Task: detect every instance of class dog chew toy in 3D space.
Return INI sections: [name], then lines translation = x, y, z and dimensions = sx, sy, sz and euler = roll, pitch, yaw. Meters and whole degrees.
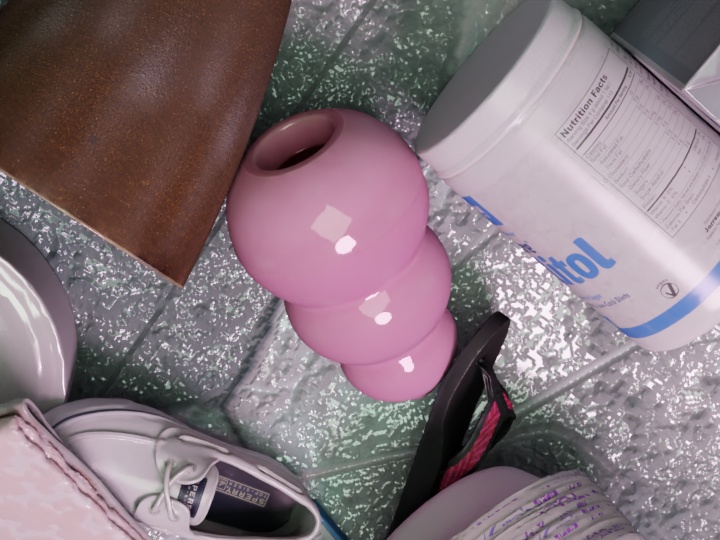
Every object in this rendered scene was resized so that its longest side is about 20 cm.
[dog chew toy]
translation = 0.000, 0.000, 1.057
dimensions = 0.124, 0.125, 0.200
euler = -26, 121, 4

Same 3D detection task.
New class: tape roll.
[tape roll]
translation = -0.281, 0.058, 1.081
dimensions = 0.202, 0.071, 0.203
euler = -1, 105, -4

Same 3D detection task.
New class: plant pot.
[plant pot]
translation = -0.128, -0.124, 0.997
dimensions = 0.187, 0.187, 0.200
euler = 33, 87, -11

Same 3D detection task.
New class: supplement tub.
[supplement tub]
translation = 0.147, -0.057, 1.041
dimensions = 0.200, 0.132, 0.132
euler = 38, 100, -12

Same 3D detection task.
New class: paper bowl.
[paper bowl]
translation = 0.078, 0.204, 1.090
dimensions = 0.201, 0.201, 0.104
euler = -46, 64, 9

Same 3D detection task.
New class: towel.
[towel]
translation = -0.236, 0.157, 1.044
dimensions = 0.191, 0.032, 0.200
euler = -15, 136, 18

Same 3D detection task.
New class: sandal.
[sandal]
translation = 0.067, 0.117, 1.114
dimensions = 0.045, 0.075, 0.200
euler = 27, 112, 19

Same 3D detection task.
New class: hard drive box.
[hard drive box]
translation = 0.243, -0.102, 0.998
dimensions = 0.156, 0.200, 0.077
euler = 39, 101, -12

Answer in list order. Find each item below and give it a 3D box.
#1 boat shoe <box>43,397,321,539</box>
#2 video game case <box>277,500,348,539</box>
[boat shoe]
translation = -0.112, 0.130, 1.079
dimensions = 0.200, 0.065, 0.074
euler = 14, 95, -32
[video game case]
translation = -0.068, 0.268, 1.179
dimensions = 0.200, 0.018, 0.143
euler = -37, 105, 7
